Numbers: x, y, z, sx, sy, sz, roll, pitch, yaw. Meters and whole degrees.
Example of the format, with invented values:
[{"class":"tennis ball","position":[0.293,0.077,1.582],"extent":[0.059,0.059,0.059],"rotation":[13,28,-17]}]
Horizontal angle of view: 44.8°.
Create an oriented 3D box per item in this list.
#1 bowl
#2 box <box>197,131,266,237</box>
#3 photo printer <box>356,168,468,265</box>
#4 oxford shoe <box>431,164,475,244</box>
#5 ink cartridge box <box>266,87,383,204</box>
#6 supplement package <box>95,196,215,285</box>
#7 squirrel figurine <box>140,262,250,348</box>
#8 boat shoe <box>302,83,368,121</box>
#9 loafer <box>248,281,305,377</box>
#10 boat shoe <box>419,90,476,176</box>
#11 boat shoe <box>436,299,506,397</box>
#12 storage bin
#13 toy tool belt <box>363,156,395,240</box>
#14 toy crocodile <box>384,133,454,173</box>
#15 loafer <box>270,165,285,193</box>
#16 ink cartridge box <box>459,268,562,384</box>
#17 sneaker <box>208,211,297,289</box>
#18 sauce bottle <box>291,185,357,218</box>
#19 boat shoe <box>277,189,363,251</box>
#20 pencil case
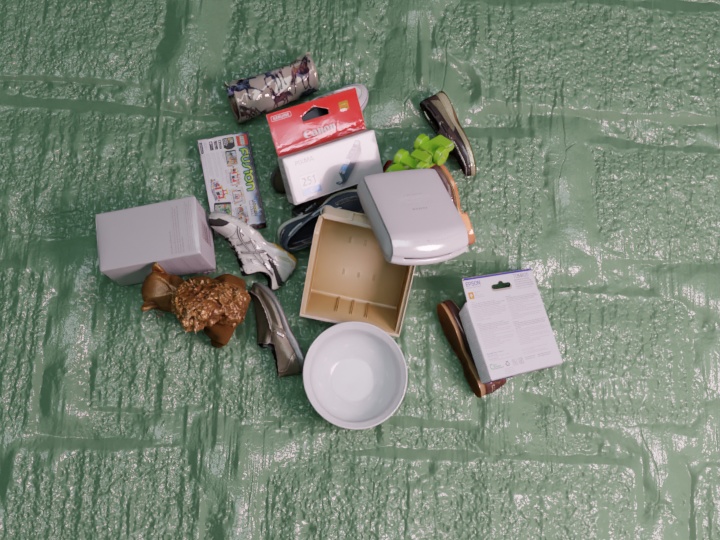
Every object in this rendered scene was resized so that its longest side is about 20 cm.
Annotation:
[{"class":"bowl","position":[-0.013,0.206,1.672],"extent":[0.197,0.090,0.205],"rotation":[1,75,-5]},{"class":"box","position":[-0.263,-0.176,1.782],"extent":[0.108,0.035,0.203],"rotation":[-10,76,-7]},{"class":"photo printer","position":[0.098,-0.095,1.600],"extent":[0.164,0.070,0.202],"rotation":[-7,50,-18]},{"class":"oxford shoe","position":[0.166,-0.138,1.789],"extent":[0.072,0.071,0.203],"rotation":[-21,78,-4]},{"class":"ink cartridge box","position":[-0.067,-0.244,1.707],"extent":[0.197,0.045,0.179],"rotation":[-20,107,-17]},{"class":"supplement package","position":[-0.393,-0.055,1.683],"extent":[0.196,0.117,0.119],"rotation":[-10,75,2]},{"class":"squirrel figurine","position":[-0.310,0.051,1.623],"extent":[0.184,0.199,0.144],"rotation":[22,80,-20]},{"class":"boat shoe","position":[-0.068,-0.338,1.824],"extent":[0.198,0.066,0.073],"rotation":[-27,78,-10]},{"class":"loafer","position":[-0.172,0.117,1.691],"extent":[0.069,0.075,0.202],"rotation":[-26,79,-15]},{"class":"boat shoe","position":[0.183,-0.279,1.831],"extent":[0.064,0.073,0.202],"rotation":[-20,68,-4]},{"class":"boat shoe","position":[0.218,0.146,1.719],"extent":[0.069,0.070,0.202],"rotation":[-24,85,-15]},{"class":"storage bin","position":[0.000,0.000,1.672],"extent":[0.196,0.201,0.094],"rotation":[12,29,0]},{"class":"toy tool belt","position":[0.078,-0.122,1.759],"extent":[0.122,0.125,0.202],"rotation":[27,51,-9]},{"class":"toy crocodile","position":[0.118,-0.216,1.731],"extent":[0.067,0.062,0.200],"rotation":[31,45,20]},{"class":"loafer","position":[-0.091,-0.224,1.773],"extent":[0.200,0.070,0.075],"rotation":[-44,118,-7]},{"class":"ink cartridge box","position":[0.287,0.106,1.708],"extent":[0.197,0.040,0.203],"rotation":[-6,74,-33]},{"class":"sneaker","position":[-0.222,-0.037,1.710],"extent":[0.199,0.076,0.088],"rotation":[34,83,-12]},{"class":"sauce bottle","position":[-0.054,-0.170,1.781],"extent":[0.199,0.065,0.065],"rotation":[-41,81,-12]},{"class":"boat shoe","position":[-0.070,-0.097,1.732],"extent":[0.197,0.062,0.076],"rotation":[-23,121,-10]},{"class":"pencil case","position":[-0.182,-0.384,1.821],"extent":[0.197,0.078,0.091],"rotation":[-23,97,-10]}]
